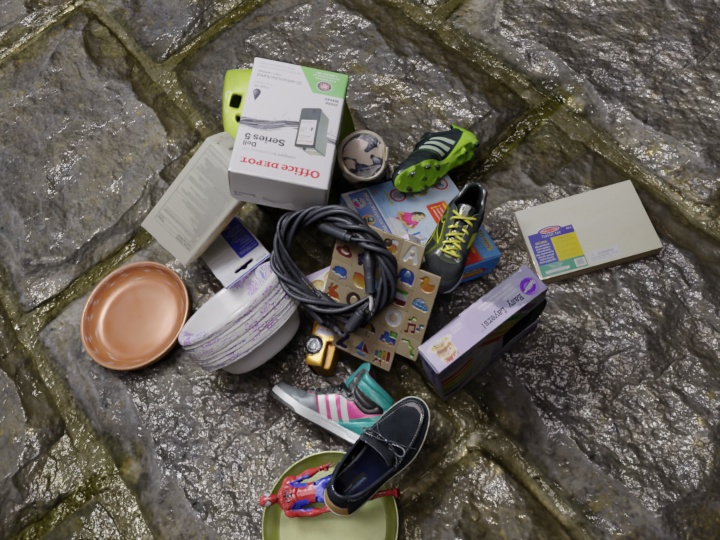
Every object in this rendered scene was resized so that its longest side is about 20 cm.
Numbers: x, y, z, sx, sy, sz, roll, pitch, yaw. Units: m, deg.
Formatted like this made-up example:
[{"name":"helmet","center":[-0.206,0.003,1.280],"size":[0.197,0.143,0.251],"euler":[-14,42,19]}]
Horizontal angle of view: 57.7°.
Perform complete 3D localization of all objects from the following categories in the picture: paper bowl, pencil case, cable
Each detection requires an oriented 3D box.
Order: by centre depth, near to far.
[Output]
[{"name":"cable","center":[-0.043,-0.012,0.936],"size":[0.163,0.051,0.200],"euler":[-44,82,27]},{"name":"paper bowl","center":[-0.177,0.083,1.028],"size":[0.200,0.201,0.104],"euler":[-37,107,-7]},{"name":"pencil case","center":[0.011,-0.180,1.093],"size":[0.089,0.200,0.078],"euler":[-9,91,3]}]

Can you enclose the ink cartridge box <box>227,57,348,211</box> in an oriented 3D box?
[{"name":"ink cartridge box","center":[-0.105,-0.199,0.973],"size":[0.145,0.084,0.201],"euler":[10,68,-4]}]

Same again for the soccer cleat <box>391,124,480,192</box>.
[{"name":"soccer cleat","center":[0.113,-0.188,1.089],"size":[0.200,0.068,0.081],"euler":[-30,57,-33]}]

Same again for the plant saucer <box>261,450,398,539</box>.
[{"name":"plant saucer","center":[-0.042,0.365,0.943],"size":[0.199,0.031,0.201],"euler":[-4,64,8]}]

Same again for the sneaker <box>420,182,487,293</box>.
[{"name":"sneaker","center":[0.139,-0.057,0.986],"size":[0.074,0.085,0.200],"euler":[20,55,5]}]

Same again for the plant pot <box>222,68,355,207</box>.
[{"name":"plant pot","center":[-0.130,-0.218,1.147],"size":[0.198,0.200,0.182],"euler":[5,74,13]}]

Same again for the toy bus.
[{"name":"toy bus","center":[-0.031,0.070,1.061],"size":[0.078,0.065,0.201],"euler":[7,66,12]}]

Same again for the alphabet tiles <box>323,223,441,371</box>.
[{"name":"alphabet tiles","center":[0.024,0.040,0.950],"size":[0.166,0.006,0.201],"euler":[22,111,20]}]

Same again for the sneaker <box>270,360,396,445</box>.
[{"name":"sneaker","center":[-0.028,0.186,0.993],"size":[0.200,0.084,0.121],"euler":[25,77,12]}]

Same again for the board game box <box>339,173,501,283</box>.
[{"name":"board game box","center":[0.092,-0.060,1.066],"size":[0.195,0.056,0.200],"euler":[-17,61,-20]}]

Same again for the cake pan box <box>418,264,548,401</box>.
[{"name":"cake pan box","center":[0.178,0.094,0.942],"size":[0.200,0.184,0.052],"euler":[-37,68,-8]}]

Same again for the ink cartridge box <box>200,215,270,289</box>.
[{"name":"ink cartridge box","center":[-0.233,-0.044,1.146],"size":[0.095,0.037,0.200],"euler":[-38,48,-8]}]

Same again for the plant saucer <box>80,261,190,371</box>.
[{"name":"plant saucer","center":[-0.388,0.081,1.141],"size":[0.200,0.037,0.201],"euler":[-5,64,10]}]

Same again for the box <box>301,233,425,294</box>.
[{"name":"box","center":[0.000,0.000,0.983],"size":[0.200,0.039,0.042],"euler":[-21,71,28]}]

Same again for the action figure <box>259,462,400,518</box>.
[{"name":"action figure","center":[-0.047,0.311,0.929],"size":[0.199,0.052,0.066],"euler":[-13,68,6]}]

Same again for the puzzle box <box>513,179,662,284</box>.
[{"name":"puzzle box","center":[0.366,-0.063,1.066],"size":[0.199,0.025,0.133],"euler":[-15,64,4]}]

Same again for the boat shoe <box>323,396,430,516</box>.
[{"name":"boat shoe","center":[0.028,0.247,0.894],"size":[0.075,0.062,0.200],"euler":[37,62,23]}]

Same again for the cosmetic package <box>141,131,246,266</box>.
[{"name":"cosmetic package","center":[-0.251,-0.114,1.058],"size":[0.105,0.071,0.200],"euler":[45,114,-4]}]
